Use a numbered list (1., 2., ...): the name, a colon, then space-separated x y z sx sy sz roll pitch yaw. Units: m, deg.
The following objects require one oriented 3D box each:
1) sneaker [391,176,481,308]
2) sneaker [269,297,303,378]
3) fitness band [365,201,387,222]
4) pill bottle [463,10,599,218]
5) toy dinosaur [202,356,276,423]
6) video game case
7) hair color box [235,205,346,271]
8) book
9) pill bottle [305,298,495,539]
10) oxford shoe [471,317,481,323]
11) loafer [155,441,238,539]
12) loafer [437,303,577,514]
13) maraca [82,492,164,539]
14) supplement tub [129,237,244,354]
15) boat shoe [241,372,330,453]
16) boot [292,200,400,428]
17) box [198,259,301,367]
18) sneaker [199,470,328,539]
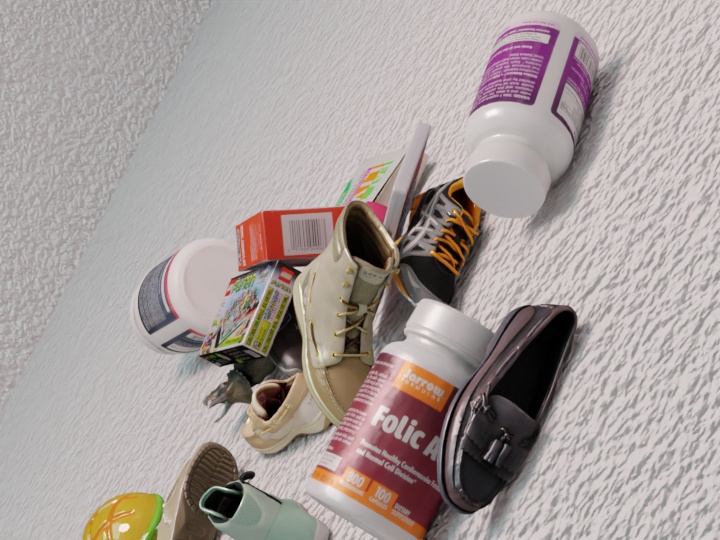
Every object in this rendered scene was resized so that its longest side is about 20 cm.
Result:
1. sneaker: 0.085 -0.030 1.689 0.077 0.078 0.201 -32 29 33
2. sneaker: -0.063 0.062 1.930 0.079 0.075 0.201 -47 20 22
3. fitness band: 0.000 0.000 1.835 0.200 0.037 0.145 95 -165 -78
4. pill bottle: 0.166 -0.153 1.616 0.112 0.112 0.201 -35 27 50
5. toy dinosaur: -0.123 0.096 2.045 0.201 0.076 0.103 -56 25 16
6. video game case: 0.035 -0.044 1.779 0.144 0.017 0.202 -69 -5 -53
7. hair color box: -0.084 -0.038 1.983 0.200 0.109 0.065 161 105 -75
8. book: 0.013 -0.087 2.046 0.134 0.048 0.200 -59 14 -11
9. pill bottle: 0.046 0.135 1.429 0.201 0.114 0.114 -60 17 -10
10. oxford shoe: 0.045 0.123 1.553 0.201 0.057 0.075 -57 19 5
11. loafer: -0.203 0.292 1.902 0.068 0.075 0.201 -29 32 45
12. loafer: 0.124 0.107 1.346 0.063 0.072 0.201 -23 35 54
13. maraca: -0.297 0.339 2.024 0.138 0.107 0.200 -56 15 -22
14. supplement tub: -0.243 0.042 2.348 0.200 0.140 0.141 -26 34 58
15. boat shoe: -0.092 0.155 1.850 0.200 0.069 0.074 -31 30 55
16. boot: -0.005 0.048 1.651 0.155 0.071 0.202 -56 42 49
17. box: -0.135 0.054 1.947 0.111 0.034 0.200 -68 16 -15
18. sneaker: -0.115 0.248 1.667 0.074 0.118 0.200 -62 17 -15
